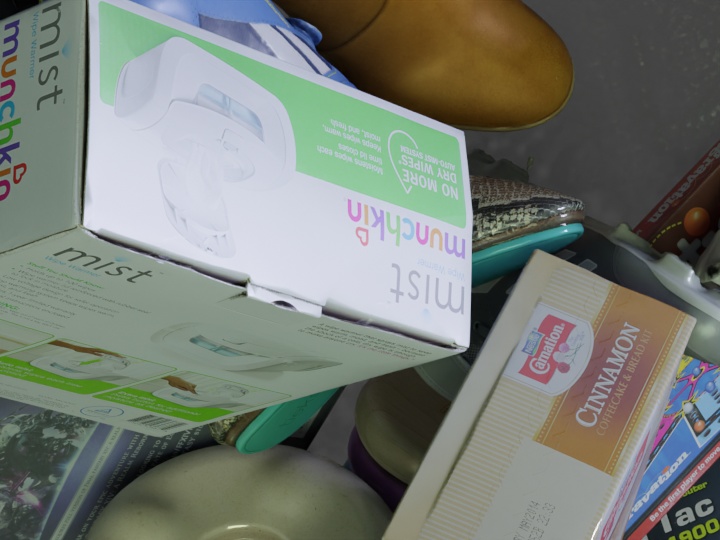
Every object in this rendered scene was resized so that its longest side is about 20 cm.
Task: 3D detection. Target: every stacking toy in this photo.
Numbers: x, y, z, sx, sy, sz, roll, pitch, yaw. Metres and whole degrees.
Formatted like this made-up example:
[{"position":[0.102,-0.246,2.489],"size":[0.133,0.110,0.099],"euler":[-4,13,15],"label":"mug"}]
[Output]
[{"position":[0.013,0.144,1.368],"size":[0.085,0.086,0.201],"euler":[13,122,-10],"label":"stacking toy"},{"position":[-0.047,0.189,1.324],"size":[0.145,0.147,0.201],"euler":[-4,135,-1],"label":"stacking toy"}]

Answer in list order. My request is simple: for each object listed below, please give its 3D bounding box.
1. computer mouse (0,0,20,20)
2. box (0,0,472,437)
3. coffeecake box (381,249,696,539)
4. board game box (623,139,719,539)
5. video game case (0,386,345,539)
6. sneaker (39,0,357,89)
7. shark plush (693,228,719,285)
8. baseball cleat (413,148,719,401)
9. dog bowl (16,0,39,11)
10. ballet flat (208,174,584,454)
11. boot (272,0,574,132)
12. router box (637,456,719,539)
[{"position":[-0.200,-0.065,1.191],"size":[0.138,0.053,0.200],"euler":[21,127,-18],"label":"computer mouse"},{"position":[-0.087,-0.013,1.112],"size":[0.176,0.097,0.199],"euler":[-18,154,41],"label":"box"},{"position":[0.057,0.117,1.175],"size":[0.073,0.154,0.201],"euler":[23,143,10],"label":"coffeecake box"},{"position":[0.138,0.032,1.300],"size":[0.200,0.019,0.103],"euler":[-46,113,-6],"label":"board game box"},{"position":[-0.121,0.081,1.307],"size":[0.199,0.019,0.143],"euler":[9,129,-30],"label":"video game case"},{"position":[-0.055,-0.088,1.177],"size":[0.074,0.083,0.200],"euler":[-20,153,24],"label":"sneaker"},{"position":[0.191,0.012,1.272],"size":[0.199,0.091,0.084],"euler":[-33,142,-18],"label":"shark plush"},{"position":[0.083,0.020,1.235],"size":[0.070,0.200,0.107],"euler":[28,93,-36],"label":"baseball cleat"},{"position":[-0.158,-0.048,1.260],"size":[0.198,0.059,0.201],"euler":[-2,119,-3],"label":"dog bowl"},{"position":[0.000,0.000,1.219],"size":[0.200,0.068,0.076],"euler":[-35,72,30],"label":"ballet flat"},{"position":[0.013,-0.127,1.182],"size":[0.200,0.071,0.144],"euler":[23,157,-9],"label":"boot"},{"position":[0.176,0.132,1.321],"size":[0.199,0.150,0.062],"euler":[-25,135,10],"label":"router box"}]
